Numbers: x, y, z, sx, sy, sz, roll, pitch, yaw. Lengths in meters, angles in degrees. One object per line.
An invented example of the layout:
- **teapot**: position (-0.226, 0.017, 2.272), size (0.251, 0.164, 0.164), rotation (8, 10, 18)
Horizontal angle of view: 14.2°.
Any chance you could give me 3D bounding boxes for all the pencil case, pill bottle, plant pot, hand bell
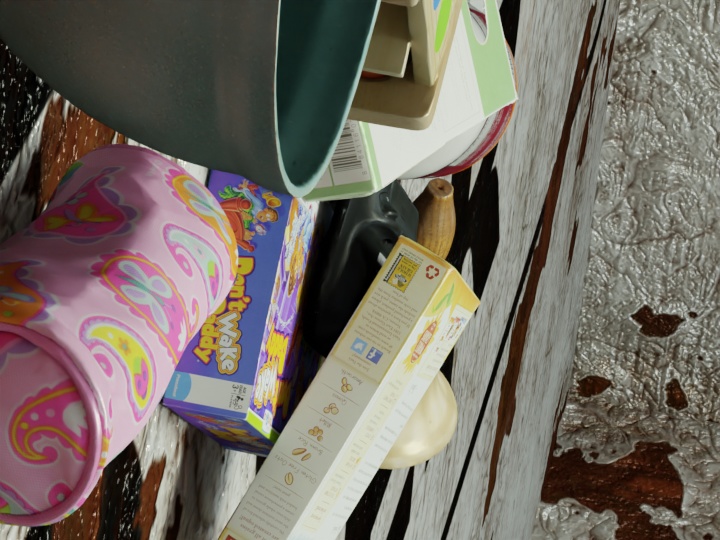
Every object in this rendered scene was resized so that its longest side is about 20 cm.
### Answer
- **pencil case**: position (-0.105, 0.021, 1.050), size (0.200, 0.087, 0.088), rotation (-61, 160, -68)
- **pill bottle**: position (0.026, -0.109, 1.659), size (0.200, 0.112, 0.113), rotation (-11, 111, -80)
- **plant pot**: position (-0.065, -0.135, 0.939), size (0.200, 0.134, 0.201), rotation (11, 90, -81)
- **hand bell**: position (0.027, 0.019, 1.756), size (0.200, 0.104, 0.104), rotation (104, 3, -47)

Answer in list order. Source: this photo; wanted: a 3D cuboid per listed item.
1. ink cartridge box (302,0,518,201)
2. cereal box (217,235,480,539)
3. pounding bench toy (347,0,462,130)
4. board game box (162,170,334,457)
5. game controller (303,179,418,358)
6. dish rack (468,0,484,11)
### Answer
- **ink cartridge box**: position (0.013, -0.131, 1.490), size (0.200, 0.048, 0.146), rotation (-36, 116, -63)
- **cereal box**: position (-0.007, 0.084, 1.556), size (0.200, 0.039, 0.144), rotation (-58, 169, -3)
- **pounding bench toy**: position (-0.026, -0.118, 1.255), size (0.156, 0.124, 0.201), rotation (82, 21, -67)
- **board game box**: position (-0.053, 0.022, 1.524), size (0.200, 0.045, 0.135), rotation (56, 46, -78)
- **game controller**: position (0.000, 0.000, 1.602), size (0.105, 0.042, 0.200), rotation (-64, 170, -4)
- **dish rack**: position (0.070, -0.208, 2.070), size (0.200, 0.043, 0.172), rotation (88, 14, -59)
